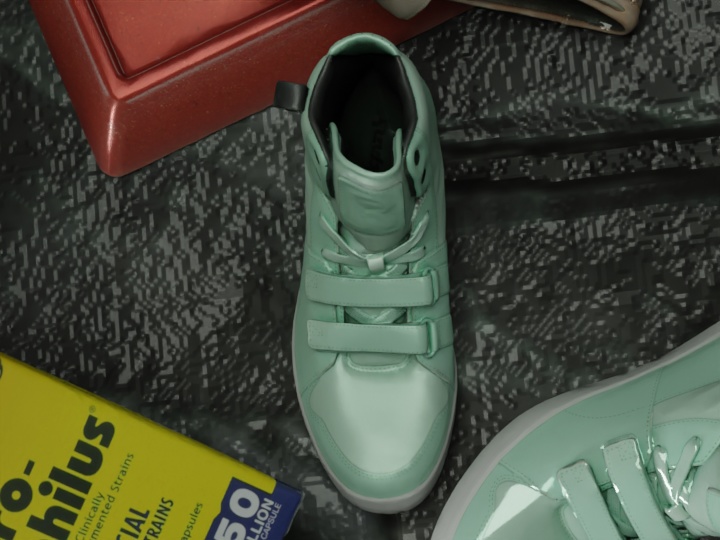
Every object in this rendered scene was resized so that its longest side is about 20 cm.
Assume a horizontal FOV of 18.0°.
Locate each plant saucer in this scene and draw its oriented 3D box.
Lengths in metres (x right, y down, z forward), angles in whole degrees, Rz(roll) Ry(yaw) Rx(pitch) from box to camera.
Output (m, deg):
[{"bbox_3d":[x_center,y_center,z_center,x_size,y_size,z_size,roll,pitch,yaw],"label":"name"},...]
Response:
[{"bbox_3d":[-0.070,-0.174,1.044,0.199,0.037,0.201,-25,76,3],"label":"plant saucer"}]

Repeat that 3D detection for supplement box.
[{"bbox_3d":[-0.144,0.094,0.921,0.199,0.109,0.109,26,83,-21],"label":"supplement box"}]

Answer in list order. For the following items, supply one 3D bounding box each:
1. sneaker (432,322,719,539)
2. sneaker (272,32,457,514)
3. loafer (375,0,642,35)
[{"bbox_3d":[0.122,0.092,0.911,0.200,0.118,0.074,-34,113,1],"label":"sneaker"},{"bbox_3d":[0.000,0.000,0.958,0.073,0.118,0.202,-3,80,6],"label":"sneaker"},{"bbox_3d":[0.037,-0.134,0.975,0.199,0.072,0.063,-2,90,-21],"label":"loafer"}]
